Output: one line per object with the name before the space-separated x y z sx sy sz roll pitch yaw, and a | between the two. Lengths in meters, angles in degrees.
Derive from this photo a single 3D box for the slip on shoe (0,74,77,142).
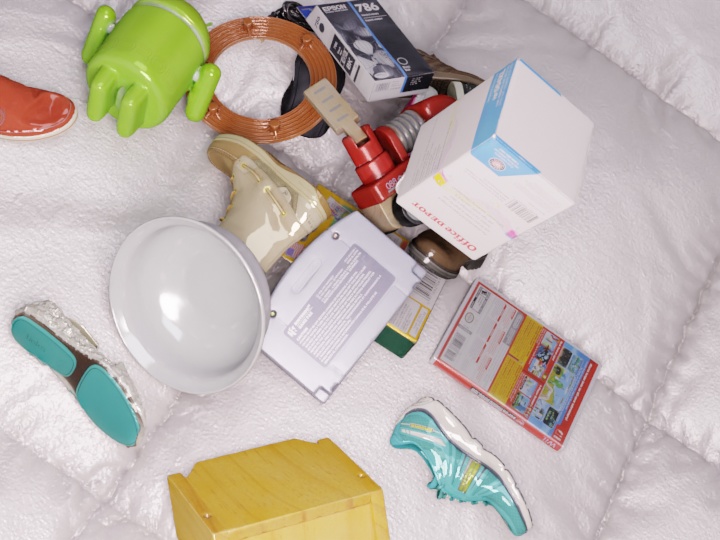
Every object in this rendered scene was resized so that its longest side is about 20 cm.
slip on shoe | -0.429 -0.200 1.622 0.197 0.061 0.075 10 57 -19

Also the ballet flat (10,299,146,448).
ballet flat | -0.294 0.103 1.508 0.200 0.072 0.072 44 55 5

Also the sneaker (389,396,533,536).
sneaker | 0.118 0.240 1.613 0.200 0.078 0.080 43 74 10

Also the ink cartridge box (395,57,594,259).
ink cartridge box | 0.143 -0.118 1.565 0.128 0.199 0.126 36 52 -21

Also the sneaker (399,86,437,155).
sneaker | 0.084 -0.148 1.806 0.087 0.081 0.203 16 65 -15

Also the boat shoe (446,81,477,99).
boat shoe | 0.158 -0.152 1.822 0.065 0.075 0.202 -4 72 -14

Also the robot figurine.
robot figurine | -0.258 -0.257 1.692 0.174 0.116 0.201 26 55 3

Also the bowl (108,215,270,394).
bowl | -0.175 0.028 1.544 0.201 0.201 0.090 45 28 6

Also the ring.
ring | -0.128 -0.250 1.772 0.197 0.019 0.203 2 59 -3

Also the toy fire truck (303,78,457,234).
toy fire truck | 0.038 -0.165 1.689 0.175 0.128 0.202 -37 101 -27

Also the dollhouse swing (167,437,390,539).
dollhouse swing | -0.086 0.312 1.495 0.198 0.178 0.181 -11 25 -27

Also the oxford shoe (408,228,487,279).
oxford shoe | 0.117 -0.043 1.696 0.072 0.085 0.200 39 23 12

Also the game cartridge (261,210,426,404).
game cartridge | -0.032 0.037 1.622 0.133 0.041 0.201 40 82 -6

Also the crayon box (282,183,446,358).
crayon box | 0.000 0.000 1.698 0.199 0.052 0.126 33 55 -4

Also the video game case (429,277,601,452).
video game case | 0.197 0.116 1.737 0.199 0.017 0.144 34 55 -2

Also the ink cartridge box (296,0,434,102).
ink cartridge box | 0.005 -0.303 1.811 0.098 0.039 0.201 -14 52 -32

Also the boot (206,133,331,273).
boot | -0.150 -0.068 1.651 0.199 0.073 0.156 34 73 31

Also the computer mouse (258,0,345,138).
computer mouse | -0.078 -0.276 1.823 0.139 0.046 0.202 26 55 -9

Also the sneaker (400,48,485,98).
sneaker | 0.097 -0.268 1.881 0.197 0.071 0.076 11 52 -20
